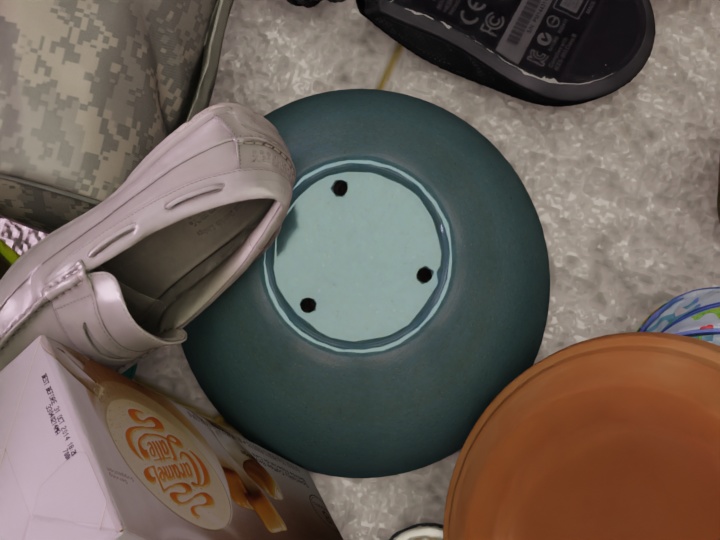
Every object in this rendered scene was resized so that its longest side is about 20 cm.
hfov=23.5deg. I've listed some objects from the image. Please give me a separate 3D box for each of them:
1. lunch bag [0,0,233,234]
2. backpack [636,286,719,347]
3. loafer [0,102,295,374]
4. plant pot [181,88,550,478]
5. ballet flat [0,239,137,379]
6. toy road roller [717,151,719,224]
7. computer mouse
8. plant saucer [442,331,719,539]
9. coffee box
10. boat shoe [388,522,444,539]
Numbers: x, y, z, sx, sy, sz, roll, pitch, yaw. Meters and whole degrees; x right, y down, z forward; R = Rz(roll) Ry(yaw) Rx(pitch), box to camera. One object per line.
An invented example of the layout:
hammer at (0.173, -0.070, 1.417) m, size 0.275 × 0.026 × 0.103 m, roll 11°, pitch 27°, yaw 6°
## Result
lunch bag at (-0.148, -0.113, 0.852) m, size 0.166 × 0.139 × 0.202 m, roll 13°, pitch 79°, yaw 8°
backpack at (0.187, 0.108, 0.838) m, size 0.162 × 0.154 × 0.202 m, roll 0°, pitch 71°, yaw 20°
loafer at (-0.108, 0.009, 0.777) m, size 0.070 × 0.070 × 0.200 m, roll 33°, pitch 113°, yaw -34°
plant pot at (0.000, 0.000, 0.846) m, size 0.198 × 0.135 × 0.202 m, roll 0°, pitch 84°, yaw 0°
ballet flat at (-0.191, 0.008, 0.834) m, size 0.067 × 0.200 × 0.067 m, roll 30°, pitch 85°, yaw 48°
toy road roller at (0.235, -0.113, 0.867) m, size 0.200 × 0.123 × 0.146 m, roll -41°, pitch 71°, yaw -4°
computer mouse at (0.061, -0.150, 0.904) m, size 0.199 × 0.053 × 0.139 m, roll 31°, pitch 76°, yaw 11°
plant saucer at (0.125, 0.129, 0.780) m, size 0.198 × 0.037 × 0.202 m, roll 1°, pitch 91°, yaw 27°
coffee box at (-0.086, 0.125, 0.782) m, size 0.080 × 0.200 × 0.115 m, roll -40°, pitch 49°, yaw 13°
boat shoe at (0.026, 0.227, 0.859) m, size 0.074 × 0.062 × 0.202 m, roll -1°, pitch 82°, yaw 3°
